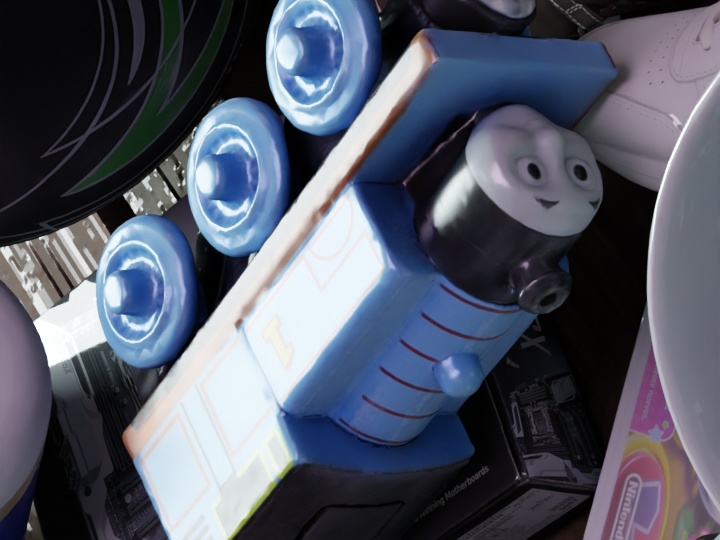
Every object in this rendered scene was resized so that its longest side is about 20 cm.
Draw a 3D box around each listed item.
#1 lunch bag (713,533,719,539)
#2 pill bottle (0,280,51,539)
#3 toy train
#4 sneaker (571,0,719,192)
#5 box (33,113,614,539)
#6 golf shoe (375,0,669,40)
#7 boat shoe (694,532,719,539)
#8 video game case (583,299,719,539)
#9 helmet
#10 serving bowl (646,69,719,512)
[{"bbox_3d":[0.108,0.108,0.676,0.200,0.077,0.161,-49,9,36],"label":"lunch bag"},{"bbox_3d":[-0.170,0.083,1.003,0.200,0.115,0.116,110,144,-56],"label":"pill bottle"},{"bbox_3d":[0.000,0.000,0.851,0.200,0.086,0.115,-51,55,36],"label":"toy train"},{"bbox_3d":[0.138,-0.071,0.802,0.199,0.075,0.100,-1,123,34],"label":"sneaker"},{"bbox_3d":[-0.025,0.048,0.968,0.200,0.050,0.158,-37,60,33],"label":"box"},{"bbox_3d":[0.079,-0.099,0.896,0.200,0.078,0.095,13,108,45],"label":"golf shoe"},{"bbox_3d":[0.096,0.170,0.828,0.065,0.073,0.201,36,113,61],"label":"boat shoe"},{"bbox_3d":[0.156,0.044,0.823,0.200,0.018,0.144,18,94,43],"label":"video game case"},{"bbox_3d":[-0.127,-0.107,0.994,0.200,0.200,0.191,15,132,43],"label":"helmet"},{"bbox_3d":[0.173,0.009,0.729,0.199,0.066,0.201,14,118,27],"label":"serving bowl"}]
